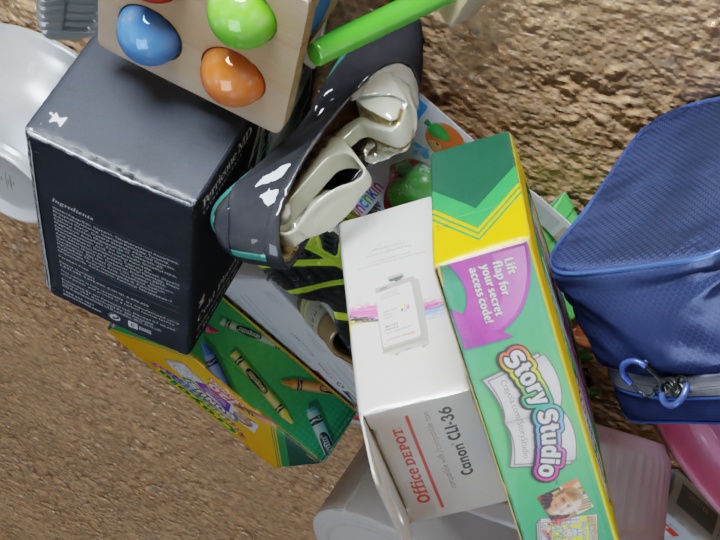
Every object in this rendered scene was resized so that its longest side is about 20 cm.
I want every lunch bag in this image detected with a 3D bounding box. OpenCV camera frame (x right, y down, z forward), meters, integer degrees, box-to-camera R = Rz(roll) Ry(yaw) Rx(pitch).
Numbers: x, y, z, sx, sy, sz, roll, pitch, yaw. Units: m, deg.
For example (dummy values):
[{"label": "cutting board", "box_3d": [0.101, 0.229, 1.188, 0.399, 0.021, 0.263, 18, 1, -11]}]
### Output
[{"label": "lunch bag", "box_3d": [0.210, 0.002, 0.756, 0.135, 0.200, 0.133, -5, 125, 47]}]

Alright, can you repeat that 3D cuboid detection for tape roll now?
[{"label": "tape roll", "box_3d": [0.073, 0.238, 1.263, 0.202, 0.139, 0.203, 27, 151, 16]}]

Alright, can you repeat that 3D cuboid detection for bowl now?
[{"label": "bowl", "box_3d": [-0.280, -0.104, 1.125, 0.200, 0.091, 0.202, 20, 148, 14]}]

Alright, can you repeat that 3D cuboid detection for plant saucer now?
[{"label": "plant saucer", "box_3d": [0.293, 0.143, 0.983, 0.201, 0.051, 0.201, 51, 172, 11]}]

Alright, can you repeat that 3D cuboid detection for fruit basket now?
[{"label": "fruit basket", "box_3d": [0.067, -0.023, 0.955, 0.200, 0.094, 0.185, 36, 149, -5]}]

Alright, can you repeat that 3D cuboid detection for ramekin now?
[{"label": "ramekin", "box_3d": [0.160, 0.165, 1.087, 0.201, 0.095, 0.202, 16, 176, 1]}]

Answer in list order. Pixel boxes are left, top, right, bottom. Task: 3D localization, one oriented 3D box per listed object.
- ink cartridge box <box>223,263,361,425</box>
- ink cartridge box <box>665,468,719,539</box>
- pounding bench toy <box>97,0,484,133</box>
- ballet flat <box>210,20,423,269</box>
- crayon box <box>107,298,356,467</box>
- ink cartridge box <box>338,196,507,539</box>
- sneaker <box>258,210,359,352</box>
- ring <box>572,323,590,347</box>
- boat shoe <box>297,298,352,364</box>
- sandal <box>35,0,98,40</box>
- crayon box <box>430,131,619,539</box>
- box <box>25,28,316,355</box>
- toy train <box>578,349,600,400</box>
[{"label": "ink cartridge box", "box_3d": [-0.047, 0.039, 1.136, 0.175, 0.084, 0.200, 4, 142, 52]}, {"label": "ink cartridge box", "box_3d": [0.267, 0.259, 1.242, 0.162, 0.050, 0.200, 41, 144, -18]}, {"label": "pounding bench toy", "box_3d": [-0.034, -0.165, 0.765, 0.199, 0.156, 0.124, 27, 149, 4]}, {"label": "ballet flat", "box_3d": [-0.008, -0.077, 0.826, 0.073, 0.200, 0.073, 37, 164, 13]}, {"label": "crayon box", "box_3d": [-0.112, 0.085, 1.132, 0.200, 0.058, 0.119, 41, 158, -11]}, {"label": "ink cartridge box", "box_3d": [0.040, 0.069, 0.806, 0.067, 0.201, 0.117, -15, 135, 8]}, {"label": "sneaker", "box_3d": [0.000, 0.000, 0.929, 0.075, 0.077, 0.200, -28, 131, 18]}, {"label": "ring", "box_3d": [0.234, 0.053, 0.897, 0.199, 0.019, 0.200, 9, -179, 0]}, {"label": "boat shoe", "box_3d": [0.041, 0.062, 1.038, 0.199, 0.067, 0.074, 18, 118, -30]}, {"label": "sandal", "box_3d": [-0.192, -0.220, 0.916, 0.203, 0.082, 0.050, -37, 67, 59]}, {"label": "crayon box", "box_3d": [0.093, 0.043, 0.773, 0.058, 0.173, 0.201, -15, 112, 10]}, {"label": "box", "box_3d": [-0.123, -0.086, 0.913, 0.123, 0.201, 0.197, 23, 149, 7]}, {"label": "toy train", "box_3d": [0.142, 0.080, 0.999, 0.056, 0.042, 0.200, -13, 170, 15]}]
